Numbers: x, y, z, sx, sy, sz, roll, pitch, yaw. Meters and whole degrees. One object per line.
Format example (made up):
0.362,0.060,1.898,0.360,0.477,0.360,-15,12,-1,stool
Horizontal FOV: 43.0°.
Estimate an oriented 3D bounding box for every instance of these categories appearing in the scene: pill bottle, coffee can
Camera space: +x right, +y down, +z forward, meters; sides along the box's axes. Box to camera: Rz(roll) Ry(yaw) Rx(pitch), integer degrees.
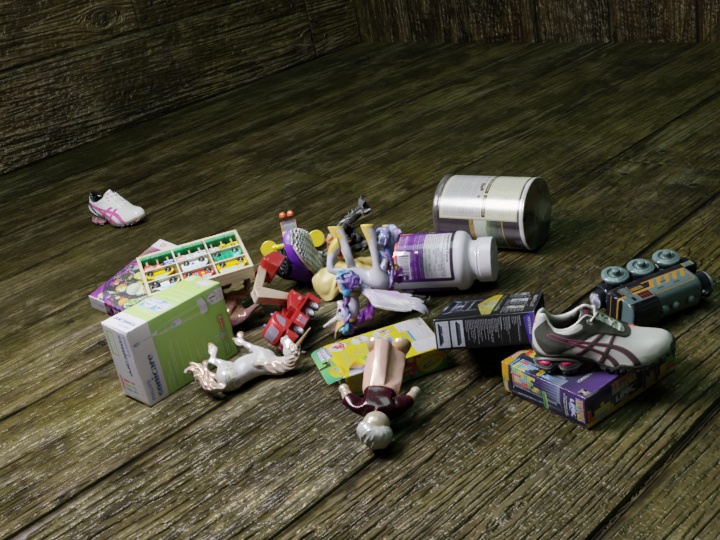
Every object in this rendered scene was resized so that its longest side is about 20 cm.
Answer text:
0.154,-0.017,1.717,0.199,0.112,0.112,-3,25,18,pill bottle
0.267,-0.120,1.850,0.199,0.147,0.146,6,29,34,coffee can

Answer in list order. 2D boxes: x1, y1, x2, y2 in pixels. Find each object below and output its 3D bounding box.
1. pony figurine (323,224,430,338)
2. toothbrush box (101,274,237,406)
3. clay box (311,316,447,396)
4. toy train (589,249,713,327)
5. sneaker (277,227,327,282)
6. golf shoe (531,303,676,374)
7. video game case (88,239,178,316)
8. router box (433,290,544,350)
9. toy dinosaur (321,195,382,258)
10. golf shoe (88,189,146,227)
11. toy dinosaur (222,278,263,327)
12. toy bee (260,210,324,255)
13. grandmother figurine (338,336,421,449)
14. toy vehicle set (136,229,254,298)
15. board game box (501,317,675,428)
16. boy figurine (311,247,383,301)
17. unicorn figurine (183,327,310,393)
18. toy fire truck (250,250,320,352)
0.026,0.019,1.625,0.192,0.201,0.167,-2,0,7,pony figurine
-0.328,0.118,1.592,0.086,0.146,0.200,12,34,42,toothbrush box
0.029,0.145,1.492,0.199,0.048,0.115,-17,26,-11,clay box
0.480,0.035,1.503,0.199,0.086,0.114,-17,36,-18,toy train
-0.133,-0.019,1.809,0.099,0.200,0.070,-10,67,12,sneaker
0.341,0.094,1.283,0.199,0.089,0.077,-5,24,11,golf shoe
-0.378,0.030,1.729,0.181,0.036,0.200,19,46,29,video game case
0.213,0.079,1.475,0.156,0.053,0.200,-6,6,17,router box
-0.019,-0.060,1.797,0.135,0.102,0.200,-34,24,3,toy dinosaur
-0.659,-0.168,2.449,0.199,0.093,0.073,7,28,33,golf shoe
-0.272,0.075,1.747,0.199,0.086,0.135,15,36,33,toy dinosaur
-0.156,-0.067,1.975,0.130,0.109,0.200,-23,26,-20,toy bee
0.027,0.182,1.352,0.121,0.061,0.200,-6,38,12,grandmother figurine
-0.310,-0.007,1.714,0.199,0.027,0.124,-17,41,-15,toy vehicle set
0.337,0.140,1.354,0.199,0.057,0.165,-26,26,-29,board game box
0.000,0.000,1.805,0.199,0.065,0.124,-25,20,-25,boy figurine
-0.188,0.153,1.559,0.200,0.074,0.137,-37,41,-19,unicorn figurine
-0.149,0.056,1.673,0.141,0.049,0.200,33,31,-1,toy fire truck
